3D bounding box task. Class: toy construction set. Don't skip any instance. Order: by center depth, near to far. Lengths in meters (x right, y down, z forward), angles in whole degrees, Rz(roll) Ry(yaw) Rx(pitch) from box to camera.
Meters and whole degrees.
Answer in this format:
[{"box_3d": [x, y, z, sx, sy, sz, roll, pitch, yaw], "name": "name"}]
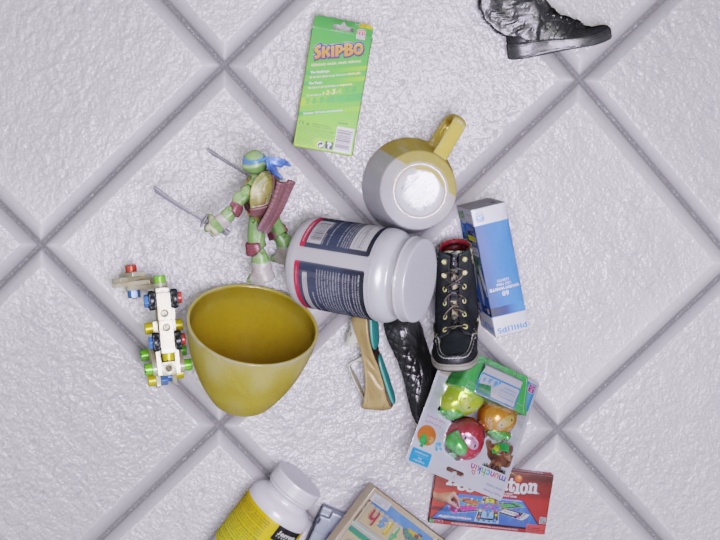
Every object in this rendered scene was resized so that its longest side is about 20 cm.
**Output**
[{"box_3d": [-0.309, 0.081, 1.508, 0.091, 0.131, 0.202, -21, 94, -15], "name": "toy construction set"}]

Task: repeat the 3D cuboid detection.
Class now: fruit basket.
[{"box_3d": [0.183, 0.238, 1.553, 0.184, 0.094, 0.202, 25, 73, -17], "name": "fruit basket"}]

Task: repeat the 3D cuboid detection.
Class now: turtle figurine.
[{"box_3d": [-0.179, -0.089, 1.495, 0.198, 0.144, 0.196, -12, 114, 7], "name": "turtle figurine"}]

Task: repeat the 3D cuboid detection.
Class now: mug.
[{"box_3d": [0.081, -0.142, 1.486, 0.148, 0.153, 0.189, 1, 97, -4], "name": "mug"}]

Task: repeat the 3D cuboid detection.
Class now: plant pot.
[{"box_3d": [-0.173, 0.136, 1.502, 0.198, 0.201, 0.143, 10, 121, -6], "name": "plant pot"}]

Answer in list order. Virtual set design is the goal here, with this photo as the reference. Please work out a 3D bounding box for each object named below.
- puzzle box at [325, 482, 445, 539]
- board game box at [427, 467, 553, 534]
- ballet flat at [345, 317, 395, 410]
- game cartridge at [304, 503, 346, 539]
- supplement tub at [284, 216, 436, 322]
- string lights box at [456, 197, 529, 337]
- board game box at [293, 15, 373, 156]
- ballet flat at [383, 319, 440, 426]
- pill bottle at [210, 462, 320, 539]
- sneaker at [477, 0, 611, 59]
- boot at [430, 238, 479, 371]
[{"box_3d": [0.047, 0.453, 1.598, 0.200, 0.025, 0.133, 40, 85, -21], "name": "puzzle box"}, {"box_3d": [0.216, 0.377, 1.635, 0.198, 0.019, 0.104, 7, 96, -5], "name": "board game box"}, {"box_3d": [0.006, 0.130, 1.564, 0.062, 0.069, 0.202, -10, 98, 11], "name": "ballet flat"}, {"box_3d": [-0.044, 0.499, 1.625, 0.132, 0.042, 0.202, 24, 95, -11], "name": "game cartridge"}, {"box_3d": [0.000, 0.000, 1.471, 0.198, 0.140, 0.142, 10, 98, 26], "name": "supplement tub"}, {"box_3d": [0.207, -0.007, 1.539, 0.058, 0.103, 0.202, -13, 98, -5], "name": "string lights box"}, {"box_3d": [-0.042, -0.284, 1.521, 0.094, 0.030, 0.202, 9, 100, -6], "name": "board game box"}, {"box_3d": [0.088, 0.165, 1.588, 0.066, 0.056, 0.202, -23, 104, -44], "name": "ballet flat"}, {"box_3d": [-0.155, 0.410, 1.564, 0.112, 0.112, 0.201, 36, 94, -8], "name": "pill bottle"}, {"box_3d": [0.284, -0.387, 1.514, 0.198, 0.060, 0.105, -11, 103, 1], "name": "sneaker"}, {"box_3d": [0.140, 0.050, 1.482, 0.073, 0.204, 0.155, -2, 109, 10], "name": "boot"}]
